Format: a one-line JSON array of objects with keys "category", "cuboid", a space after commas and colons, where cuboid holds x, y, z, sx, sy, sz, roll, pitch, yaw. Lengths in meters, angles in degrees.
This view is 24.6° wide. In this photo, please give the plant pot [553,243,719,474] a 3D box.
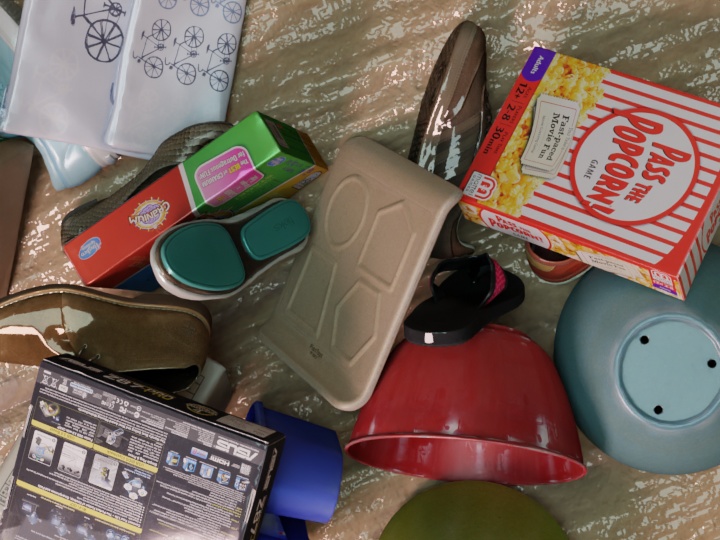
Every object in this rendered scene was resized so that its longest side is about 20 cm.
[{"category": "plant pot", "cuboid": [0.252, 0.075, 1.343, 0.198, 0.135, 0.202, 1, 93, 11]}]

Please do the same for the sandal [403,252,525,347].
[{"category": "sandal", "cuboid": [0.086, 0.015, 1.335, 0.074, 0.200, 0.046, 0, 103, 18]}]

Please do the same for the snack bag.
[{"category": "snack bag", "cuboid": [-0.202, -0.194, 1.424, 0.198, 0.021, 0.191, 10, 95, -21]}]

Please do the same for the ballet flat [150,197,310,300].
[{"category": "ballet flat", "cuboid": [-0.117, -0.011, 1.371, 0.069, 0.199, 0.070, 11, 110, 31]}]

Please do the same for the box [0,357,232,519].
[{"category": "box", "cuboid": [-0.212, 0.151, 1.410, 0.127, 0.109, 0.201, 27, 73, 9]}]

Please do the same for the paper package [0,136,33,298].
[{"category": "paper package", "cuboid": [-0.378, -0.016, 1.401, 0.103, 0.200, 0.192, 22, 115, 9]}]

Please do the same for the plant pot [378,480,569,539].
[{"category": "plant pot", "cuboid": [0.081, 0.291, 1.338, 0.185, 0.200, 0.189, 2, 101, 11]}]

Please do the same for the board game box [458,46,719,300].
[{"category": "board game box", "cuboid": [0.198, -0.082, 1.326, 0.199, 0.046, 0.152, 21, 73, 26]}]

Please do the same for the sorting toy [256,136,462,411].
[{"category": "sorting toy", "cuboid": [0.000, 0.000, 1.383, 0.036, 0.185, 0.201, 23, 96, -33]}]

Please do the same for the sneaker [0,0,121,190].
[{"category": "sneaker", "cuboid": [-0.300, -0.160, 1.463, 0.082, 0.074, 0.201, -36, 86, 5]}]

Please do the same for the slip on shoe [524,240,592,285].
[{"category": "slip on shoe", "cuboid": [0.214, -0.068, 1.375, 0.200, 0.061, 0.074, -44, 68, 9]}]

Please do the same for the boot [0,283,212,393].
[{"category": "boot", "cuboid": [-0.221, 0.061, 1.333, 0.198, 0.076, 0.074, 0, 133, -1]}]

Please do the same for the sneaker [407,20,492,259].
[{"category": "sneaker", "cuboid": [0.085, -0.109, 1.409, 0.075, 0.070, 0.202, 15, 99, -10]}]

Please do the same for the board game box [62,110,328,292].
[{"category": "board game box", "cuboid": [-0.135, -0.054, 1.397, 0.199, 0.153, 0.041, -34, 80, 11]}]

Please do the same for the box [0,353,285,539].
[{"category": "box", "cuboid": [-0.172, 0.172, 1.279, 0.198, 0.049, 0.163, 18, 98, 14]}]

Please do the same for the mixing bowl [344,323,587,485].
[{"category": "mixing bowl", "cuboid": [0.089, 0.106, 1.360, 0.198, 0.200, 0.110, 2, 73, 10]}]

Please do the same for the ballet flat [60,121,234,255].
[{"category": "ballet flat", "cuboid": [-0.182, -0.063, 1.441, 0.199, 0.067, 0.047, -30, 44, 17]}]

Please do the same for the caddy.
[{"category": "caddy", "cuboid": [-0.083, 0.191, 1.385, 0.104, 0.200, 0.143, 15, 97, -8]}]
